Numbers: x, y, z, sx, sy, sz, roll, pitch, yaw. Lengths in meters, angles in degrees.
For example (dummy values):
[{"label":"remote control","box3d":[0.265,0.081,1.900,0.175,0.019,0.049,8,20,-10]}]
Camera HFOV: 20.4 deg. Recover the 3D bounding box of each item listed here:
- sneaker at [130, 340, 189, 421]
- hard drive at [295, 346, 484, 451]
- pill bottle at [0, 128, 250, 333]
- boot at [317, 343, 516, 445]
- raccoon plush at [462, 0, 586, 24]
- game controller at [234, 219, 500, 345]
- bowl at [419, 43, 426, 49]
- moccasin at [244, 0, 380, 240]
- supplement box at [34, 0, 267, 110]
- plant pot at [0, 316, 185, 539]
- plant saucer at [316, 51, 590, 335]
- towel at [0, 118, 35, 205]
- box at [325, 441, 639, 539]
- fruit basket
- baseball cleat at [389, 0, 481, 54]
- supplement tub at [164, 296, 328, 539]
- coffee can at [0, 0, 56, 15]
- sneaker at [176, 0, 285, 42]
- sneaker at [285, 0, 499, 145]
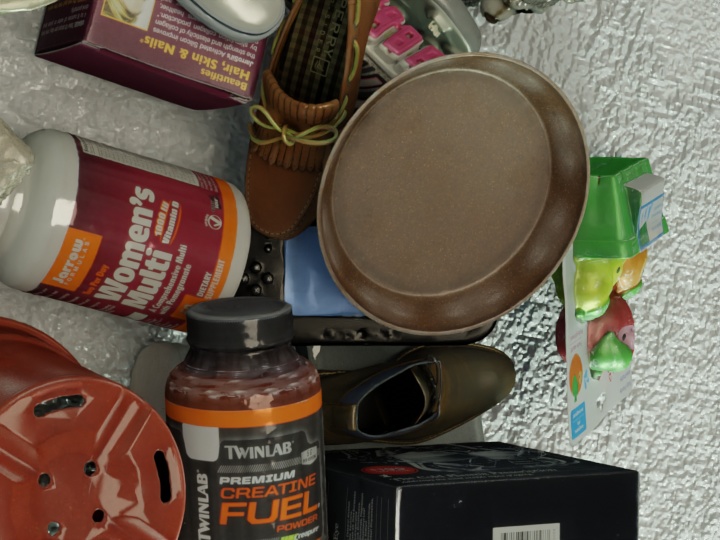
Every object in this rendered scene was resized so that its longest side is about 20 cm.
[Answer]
[{"label":"sneaker","box3d":[-0.118,0.154,1.407,0.088,0.075,0.202,10,86,-41]},{"label":"hard drive","box3d":[0.025,0.107,1.503,0.139,0.033,0.202,-12,97,-28]},{"label":"pill bottle","box3d":[-0.182,-0.031,1.338,0.199,0.109,0.111,16,84,-29]},{"label":"boot","box3d":[0.046,0.094,1.439,0.199,0.097,0.075,-10,96,-28]},{"label":"raccoon plush","box3d":[0.123,-0.275,1.486,0.096,0.134,0.202,14,85,-28]},{"label":"game controller","box3d":[0.000,0.000,1.410,0.198,0.042,0.105,0,101,-5]},{"label":"bowl","box3d":[0.042,-0.073,1.481,0.199,0.039,0.203,5,79,-25]},{"label":"moccasin","box3d":[-0.035,-0.115,1.342,0.073,0.078,0.203,27,109,12]},{"label":"supplement box","box3d":[-0.126,-0.225,1.367,0.130,0.103,0.202,18,82,-28]},{"label":"plant pot","box3d":[-0.215,0.133,1.276,0.199,0.195,0.203,-1,92,-30]},{"label":"plant saucer","box3d":[0.059,-0.055,1.350,0.199,0.034,0.202,-9,116,-19]},{"label":"towel","box3d":[-0.306,-0.042,1.248,0.132,0.034,0.200,44,100,3]},{"label":"box","box3d":[0.064,0.184,1.404,0.199,0.182,0.105,0,91,-29]},{"label":"fruit basket","box3d":[0.188,0.015,1.528,0.185,0.093,0.202,-24,107,-66]},{"label":"baseball cleat","box3d":[0.035,-0.247,1.458,0.200,0.070,0.106,47,69,-8]},{"label":"supplement tub","box3d":[-0.076,0.122,1.324,0.106,0.107,0.202,-9,103,-29]},{"label":"coffee can","box3d":[-0.253,-0.225,1.240,0.145,0.200,0.148,-1,92,-29]},{"label":"sneaker","box3d":[-0.108,-0.234,1.277,0.073,0.071,0.201,-41,108,-20]},{"label":"sneaker","box3d":[0.007,-0.134,1.411,0.200,0.088,0.074,42,30,8]}]
